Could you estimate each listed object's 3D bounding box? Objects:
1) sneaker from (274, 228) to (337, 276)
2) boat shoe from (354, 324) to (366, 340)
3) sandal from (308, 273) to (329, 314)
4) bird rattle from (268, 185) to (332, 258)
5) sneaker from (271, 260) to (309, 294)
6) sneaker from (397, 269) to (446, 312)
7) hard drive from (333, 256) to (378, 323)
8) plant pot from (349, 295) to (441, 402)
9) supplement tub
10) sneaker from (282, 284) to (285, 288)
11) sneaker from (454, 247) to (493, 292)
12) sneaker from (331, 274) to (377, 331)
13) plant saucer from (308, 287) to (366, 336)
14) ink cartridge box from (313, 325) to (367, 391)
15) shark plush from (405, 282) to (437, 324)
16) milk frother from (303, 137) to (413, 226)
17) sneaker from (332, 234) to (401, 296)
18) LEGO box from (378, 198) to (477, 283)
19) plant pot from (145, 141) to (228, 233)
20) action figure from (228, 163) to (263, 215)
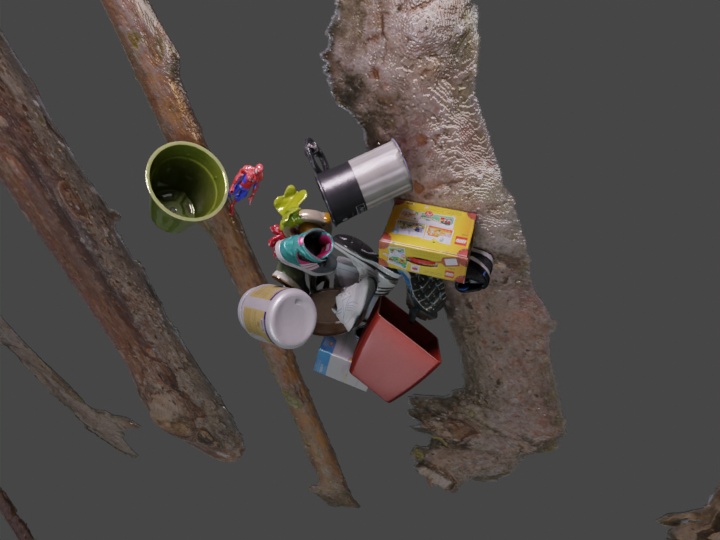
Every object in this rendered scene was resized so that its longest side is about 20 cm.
[{"bbox_3d":[-0.099,-0.046,1.435,0.119,0.086,0.197,-16,160,38],"label":"sneaker"},{"bbox_3d":[0.078,0.183,1.630,0.194,0.074,0.068,9,171,10],"label":"boat shoe"},{"bbox_3d":[-0.111,0.040,1.607,0.056,0.081,0.204,-7,137,-4],"label":"sandal"},{"bbox_3d":[-0.150,-0.099,1.464,0.158,0.115,0.202,7,140,-6],"label":"bird rattle"},{"bbox_3d":[-0.164,0.006,1.531,0.066,0.092,0.200,21,170,18],"label":"sneaker"},{"bbox_3d":[0.138,0.008,1.416,0.077,0.090,0.203,-33,87,1],"label":"sneaker"},{"bbox_3d":[-0.012,0.058,1.603,0.128,0.027,0.203,16,137,8],"label":"hard drive"},{"bbox_3d":[0.076,0.211,1.514,0.198,0.200,0.178,37,103,-3],"label":"plant pot"},{"bbox_3d":[-0.216,0.112,1.493,0.198,0.146,0.146,6,141,53],"label":"supplement tub"},{"bbox_3d":[-0.186,0.124,1.680,0.072,0.117,0.203,-3,132,23],"label":"sneaker"},{"bbox_3d":[0.211,-0.013,1.372,0.194,0.113,0.074,16,136,9],"label":"sneaker"},{"bbox_3d":[-0.021,0.075,1.473,0.086,0.075,0.202,37,136,6],"label":"sneaker"},{"bbox_3d":[-0.081,0.106,1.595,0.194,0.037,0.203,-6,138,-5],"label":"plant saucer"},{"bbox_3d":[-0.020,0.247,1.714,0.195,0.130,0.127,22,140,2],"label":"ink cartridge box"},{"bbox_3d":[0.158,0.041,1.512,0.081,0.091,0.206,-4,112,1],"label":"shark plush"},{"bbox_3d":[-0.011,-0.225,1.261,0.184,0.181,0.205,-23,94,-2],"label":"milk frother"},{"bbox_3d":[0.000,0.000,1.479,0.197,0.076,0.117,29,117,-2],"label":"sneaker"},{"bbox_3d":[0.153,-0.069,1.317,0.194,0.151,0.078,12,137,12],"label":"LEGO box"},{"bbox_3d":[-0.451,-0.184,1.465,0.198,0.203,0.189,37,147,-15],"label":"plant pot"},{"bbox_3d":[-0.292,-0.202,1.453,0.064,0.053,0.199,21,140,-30],"label":"action figure"}]
